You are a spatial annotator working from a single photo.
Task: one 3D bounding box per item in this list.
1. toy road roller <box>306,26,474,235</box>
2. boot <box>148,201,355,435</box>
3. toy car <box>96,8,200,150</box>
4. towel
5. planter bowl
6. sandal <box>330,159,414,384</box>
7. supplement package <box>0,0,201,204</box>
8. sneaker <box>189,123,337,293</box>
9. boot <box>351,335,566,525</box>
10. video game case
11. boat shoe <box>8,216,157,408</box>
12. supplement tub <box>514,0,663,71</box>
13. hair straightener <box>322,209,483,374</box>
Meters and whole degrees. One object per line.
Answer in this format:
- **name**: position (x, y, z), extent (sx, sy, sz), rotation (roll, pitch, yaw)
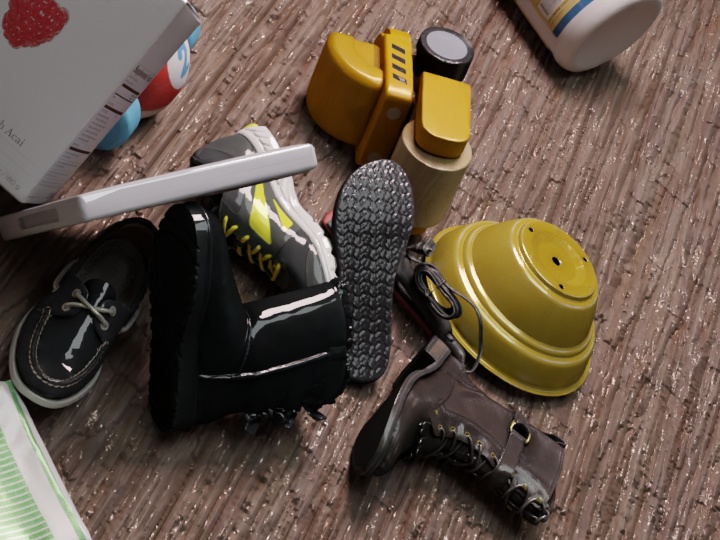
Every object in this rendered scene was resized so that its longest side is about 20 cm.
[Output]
- **toy road roller**: position (0.024, -0.146, 1.611), extent (0.144, 0.124, 0.201), rotation (13, 44, -12)
- **boot**: position (-0.080, 0.034, 1.312), extent (0.161, 0.201, 0.073), rotation (-8, 25, -32)
- **toy car**: position (-0.200, -0.245, 1.444), extent (0.176, 0.200, 0.185), rotation (35, 40, -8)
- **towel**: position (-0.293, 0.156, 1.148), extent (0.199, 0.023, 0.153), rotation (-12, 64, -45)
- **planter bowl**: position (0.164, 0.013, 1.598), extent (0.199, 0.084, 0.202), rotation (25, 39, -22)
- **sandal**: position (0.000, 0.000, 1.480), extent (0.074, 0.045, 0.203), rotation (12, 79, -19)
- **supplement package**: position (-0.236, -0.167, 1.322), extent (0.121, 0.200, 0.120), rotation (40, 1, -1)
- **sneaker**: position (-0.087, -0.030, 1.461), extent (0.084, 0.075, 0.201), rotation (-16, 65, -25)
- **boot**: position (0.095, 0.154, 1.434), extent (0.174, 0.069, 0.200), rotation (41, 37, -1)
- **video game case**: position (-0.160, -0.060, 1.308), extent (0.198, 0.181, 0.024), rotation (-16, 94, -31)
- **boat shoe**: position (-0.206, 0.028, 1.295), extent (0.074, 0.060, 0.200), rotation (38, 35, -5)
- **supplement tub**: position (0.240, -0.348, 1.943), extent (0.144, 0.145, 0.201), rotation (-14, 65, -45)
- **hair straightener**: position (0.046, 0.007, 1.520), extent (0.041, 0.077, 0.201), rotation (-29, 78, -36)
